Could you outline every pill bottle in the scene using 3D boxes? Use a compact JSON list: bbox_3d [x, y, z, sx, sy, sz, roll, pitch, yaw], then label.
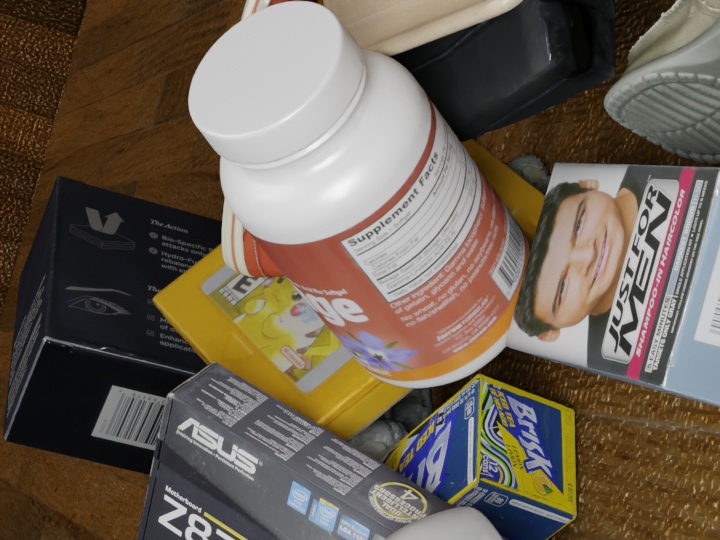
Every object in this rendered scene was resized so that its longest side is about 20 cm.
[{"bbox_3d":[0.000,-0.038,1.127,0.112,0.200,0.112,-19,45,21],"label":"pill bottle"}]

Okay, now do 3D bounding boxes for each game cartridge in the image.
[{"bbox_3d":[0.000,0.000,1.268,0.200,0.032,0.176,-41,42,-7],"label":"game cartridge"}]

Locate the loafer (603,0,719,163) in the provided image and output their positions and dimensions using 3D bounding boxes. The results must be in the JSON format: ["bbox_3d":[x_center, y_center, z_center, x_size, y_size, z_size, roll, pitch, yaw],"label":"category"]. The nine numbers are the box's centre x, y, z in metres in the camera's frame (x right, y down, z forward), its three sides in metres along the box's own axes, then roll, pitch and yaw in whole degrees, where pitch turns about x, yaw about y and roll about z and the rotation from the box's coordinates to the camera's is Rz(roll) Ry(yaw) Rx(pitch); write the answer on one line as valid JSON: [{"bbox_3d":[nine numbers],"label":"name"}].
[{"bbox_3d":[0.181,-0.108,1.031,0.200,0.075,0.070,-34,30,62],"label":"loafer"}]

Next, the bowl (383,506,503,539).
[{"bbox_3d":[0.024,0.234,1.053,0.200,0.075,0.200,63,140,29],"label":"bowl"}]

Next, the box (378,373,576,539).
[{"bbox_3d":[0.036,0.138,1.218,0.200,0.064,0.070,-45,32,45],"label":"box"}]

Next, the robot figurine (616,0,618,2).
[{"bbox_3d":[0.086,-0.174,1.296,0.200,0.116,0.176,135,152,-59],"label":"robot figurine"}]

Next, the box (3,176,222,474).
[{"bbox_3d":[-0.162,0.050,1.751,0.200,0.197,0.117,-94,25,-50],"label":"box"}]

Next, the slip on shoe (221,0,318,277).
[{"bbox_3d":[-0.034,-0.088,1.232,0.074,0.061,0.200,-39,-42,-64],"label":"slip on shoe"}]

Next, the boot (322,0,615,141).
[{"bbox_3d":[0.052,-0.149,1.162,0.200,0.066,0.165,-29,75,64],"label":"boot"}]

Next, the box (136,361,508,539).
[{"bbox_3d":[-0.024,0.163,1.182,0.049,0.200,0.161,-35,-32,-49],"label":"box"}]

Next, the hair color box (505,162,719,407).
[{"bbox_3d":[0.139,0.005,1.057,0.200,0.061,0.099,-169,95,-74],"label":"hair color box"}]

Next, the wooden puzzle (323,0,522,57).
[{"bbox_3d":[0.025,-0.208,1.114,0.185,0.037,0.200,-13,82,59],"label":"wooden puzzle"}]

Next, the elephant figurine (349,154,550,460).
[{"bbox_3d":[0.015,0.030,1.337,0.142,0.155,0.200,85,-161,-70],"label":"elephant figurine"}]
